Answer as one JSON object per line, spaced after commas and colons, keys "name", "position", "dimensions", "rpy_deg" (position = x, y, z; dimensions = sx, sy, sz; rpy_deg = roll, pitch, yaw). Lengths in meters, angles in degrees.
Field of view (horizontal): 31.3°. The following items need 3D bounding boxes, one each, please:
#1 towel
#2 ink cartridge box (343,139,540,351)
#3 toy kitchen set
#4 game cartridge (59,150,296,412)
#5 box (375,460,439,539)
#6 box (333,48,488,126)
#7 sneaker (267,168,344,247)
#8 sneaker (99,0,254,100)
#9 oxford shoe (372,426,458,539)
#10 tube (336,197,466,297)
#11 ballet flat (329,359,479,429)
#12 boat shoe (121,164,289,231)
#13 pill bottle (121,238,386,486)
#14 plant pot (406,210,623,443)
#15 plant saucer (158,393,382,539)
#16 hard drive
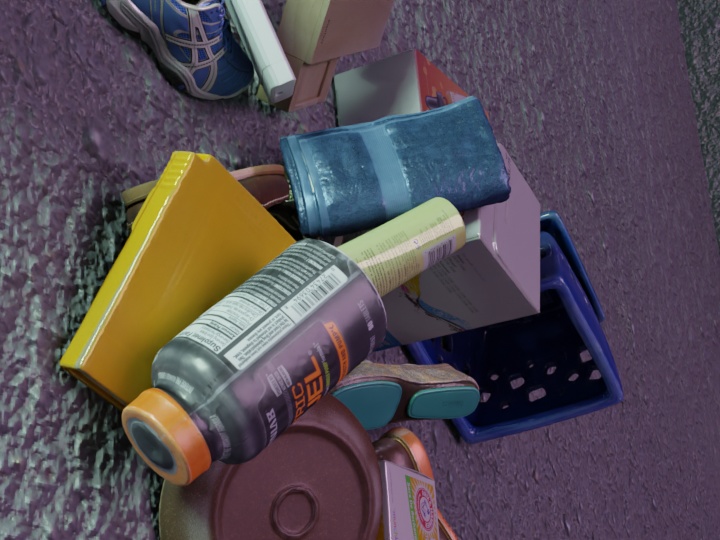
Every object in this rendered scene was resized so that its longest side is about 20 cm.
{"name": "towel", "position": [0.032, -0.094, 1.177], "dimensions": [0.049, 0.200, 0.112], "rpy_deg": [92, -16, -56]}
{"name": "ink cartridge box", "position": [0.064, -0.030, 1.296], "dimensions": [0.146, 0.200, 0.147], "rpy_deg": [48, 38, -43]}
{"name": "toy kitchen set", "position": [-0.075, -0.296, 1.309], "dimensions": [0.163, 0.180, 0.200], "rpy_deg": [-29, 143, -60]}
{"name": "game cartridge", "position": [-0.128, 0.030, 1.005], "dimensions": [0.176, 0.032, 0.200], "rpy_deg": [47, 58, -44]}
{"name": "box", "position": [0.004, 0.277, 1.120], "dimensions": [0.101, 0.112, 0.200], "rpy_deg": [33, 48, -55]}
{"name": "box", "position": [0.068, -0.135, 1.465], "dimensions": [0.200, 0.106, 0.153], "rpy_deg": [27, 54, -57]}
{"name": "sneaker", "position": [-0.061, -0.044, 1.206], "dimensions": [0.090, 0.067, 0.200], "rpy_deg": [45, 42, -53]}
{"name": "sneaker", "position": [-0.145, -0.213, 1.121], "dimensions": [0.200, 0.077, 0.076], "rpy_deg": [37, 44, -55]}
{"name": "oxford shoe", "position": [0.045, 0.261, 1.279], "dimensions": [0.073, 0.071, 0.200], "rpy_deg": [-25, 97, -42]}
{"name": "tube", "position": [0.000, 0.000, 1.088], "dimensions": [0.200, 0.052, 0.058], "rpy_deg": [-31, 77, -26]}
{"name": "ballet flat", "position": [0.028, 0.120, 1.288], "dimensions": [0.200, 0.068, 0.067], "rpy_deg": [7, 27, -37]}
{"name": "boat shoe", "position": [-0.124, -0.046, 1.087], "dimensions": [0.200, 0.070, 0.070], "rpy_deg": [-19, 87, -55]}
{"name": "pill bottle", "position": [-0.081, 0.071, 0.952], "dimensions": [0.200, 0.106, 0.106], "rpy_deg": [-40, 116, -31]}
{"name": "plant pot", "position": [0.177, 0.055, 1.491], "dimensions": [0.200, 0.200, 0.180], "rpy_deg": [60, 23, -29]}
{"name": "plant saucer", "position": [-0.059, 0.188, 1.011], "dimensions": [0.200, 0.037, 0.201], "rpy_deg": [0, 90, -32]}
{"name": "hard drive", "position": [-0.112, -0.255, 1.175], "dimensions": [0.132, 0.027, 0.200], "rpy_deg": [-163, -130, -86]}
